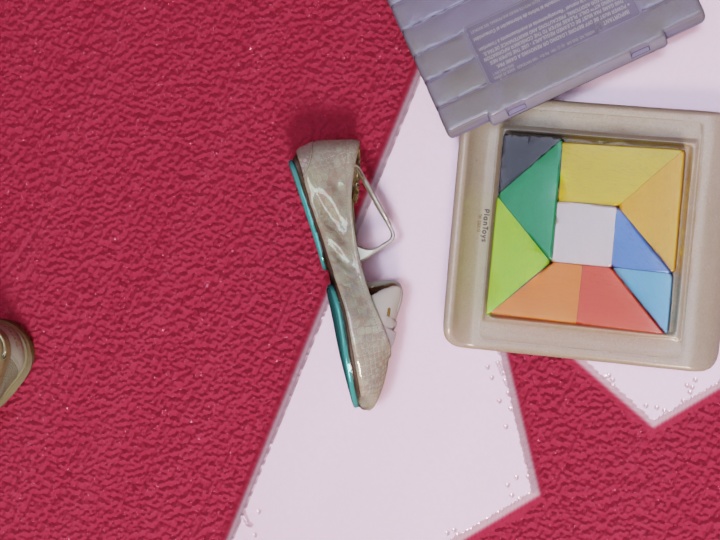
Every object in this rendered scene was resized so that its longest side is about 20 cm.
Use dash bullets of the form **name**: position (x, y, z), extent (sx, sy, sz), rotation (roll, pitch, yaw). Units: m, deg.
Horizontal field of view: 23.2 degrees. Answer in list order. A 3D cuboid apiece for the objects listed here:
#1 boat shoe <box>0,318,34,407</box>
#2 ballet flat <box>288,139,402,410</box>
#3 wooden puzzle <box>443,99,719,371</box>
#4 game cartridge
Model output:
- **boat shoe**: position (-0.320, 0.124, 1.318), extent (0.073, 0.063, 0.201), rotation (39, 96, 6)
- **ballet flat**: position (0.000, 0.000, 1.270), extent (0.062, 0.067, 0.201), rotation (-15, 89, -1)
- **wooden puzzle**: position (0.165, -0.028, 1.258), extent (0.199, 0.037, 0.186), rotation (5, 92, 8)
- **game cartridge**: position (0.130, -0.189, 1.250), extent (0.199, 0.038, 0.130), rotation (-24, 82, 6)
